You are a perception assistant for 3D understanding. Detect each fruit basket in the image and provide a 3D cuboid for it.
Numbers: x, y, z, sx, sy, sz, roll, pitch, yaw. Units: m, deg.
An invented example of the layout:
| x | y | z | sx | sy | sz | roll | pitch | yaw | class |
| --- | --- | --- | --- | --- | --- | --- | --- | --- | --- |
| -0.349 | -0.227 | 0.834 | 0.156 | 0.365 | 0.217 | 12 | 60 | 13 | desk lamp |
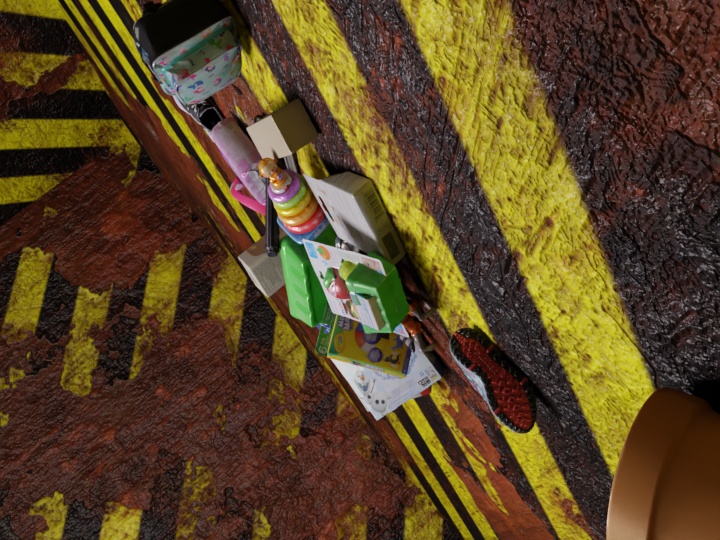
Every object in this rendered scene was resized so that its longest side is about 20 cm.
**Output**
| x | y | z | sx | sy | sz | roll | pitch | yaw | class |
| --- | --- | --- | --- | --- | --- | --- | --- | --- | --- |
| -0.100 | -0.007 | 1.541 | 0.215 | 0.151 | 0.222 | 163 | 90 | -73 | fruit basket |
| -0.013 | 0.037 | 1.267 | 0.196 | 0.094 | 0.188 | 11 | 136 | 36 | fruit basket |

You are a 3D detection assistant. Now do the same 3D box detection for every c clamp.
| x | y | z | sx | sy | sz | roll | pitch | yaw | class |
| --- | --- | --- | --- | --- | --- | --- | --- | --- | --- |
| -0.190 | -0.265 | 1.497 | 0.172 | 0.027 | 0.201 | 49 | 166 | 14 | c clamp |

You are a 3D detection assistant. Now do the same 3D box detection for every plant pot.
| x | y | z | sx | sy | sz | roll | pitch | yaw | class |
| --- | --- | --- | --- | --- | --- | --- | --- | --- | --- |
| 0.349 | 0.232 | 0.685 | 0.138 | 0.201 | 0.203 | 10 | 140 | 43 | plant pot |

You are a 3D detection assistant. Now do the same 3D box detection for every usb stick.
| x | y | z | sx | sy | sz | roll | pitch | yaw | class |
| --- | --- | --- | --- | --- | --- | --- | --- | --- | --- |
| -0.188 | -0.134 | 1.490 | 0.056 | 0.032 | 0.207 | 113 | 157 | -76 | usb stick |

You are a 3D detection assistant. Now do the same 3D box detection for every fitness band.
| x | y | z | sx | sy | sz | roll | pitch | yaw | class |
| --- | --- | --- | --- | --- | --- | --- | --- | --- | --- |
| -0.253 | -0.182 | 1.729 | 0.141 | 0.038 | 0.200 | 25 | -168 | -19 | fitness band |

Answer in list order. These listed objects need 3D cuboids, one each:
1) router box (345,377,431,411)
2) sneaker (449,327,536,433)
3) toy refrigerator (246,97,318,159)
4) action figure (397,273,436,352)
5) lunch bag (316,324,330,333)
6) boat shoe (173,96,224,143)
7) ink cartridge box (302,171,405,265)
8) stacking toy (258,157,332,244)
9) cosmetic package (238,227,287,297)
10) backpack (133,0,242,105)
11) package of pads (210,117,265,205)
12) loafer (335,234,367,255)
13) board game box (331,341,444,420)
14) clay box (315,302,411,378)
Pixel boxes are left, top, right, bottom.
| x | y | z | sx | sy | sz | roll | pitch | yaw | class |
| --- | --- | --- | --- | --- | --- | --- | --- | --- | --- |
| 0.051 | 0.226 | 1.639 | 0.202 | 0.176 | 0.049 | 58 | -155 | -27 | router box |
| 0.230 | 0.187 | 1.186 | 0.202 | 0.078 | 0.096 | 56 | 178 | 22 | sneaker |
| -0.145 | -0.258 | 1.289 | 0.077 | 0.069 | 0.199 | 60 | 163 | -14 | toy refrigerator |
| 0.058 | 0.062 | 1.354 | 0.191 | 0.105 | 0.202 | 31 | 160 | 31 | action figure |
| -0.066 | 0.071 | 1.698 | 0.200 | 0.135 | 0.134 | 45 | 165 | 31 | lunch bag |
| -0.395 | -0.399 | 1.737 | 0.202 | 0.071 | 0.068 | 52 | 168 | -10 | boat shoe |
| -0.012 | -0.107 | 1.272 | 0.199 | 0.057 | 0.165 | 39 | 161 | 56 | ink cartridge box |
| -0.139 | -0.154 | 1.349 | 0.109 | 0.116 | 0.200 | 41 | 174 | 35 | stacking toy |
| -0.177 | -0.046 | 1.636 | 0.071 | 0.199 | 0.107 | 34 | 158 | 49 | cosmetic package |
| -0.297 | -0.389 | 1.234 | 0.153 | 0.175 | 0.200 | 57 | 170 | -5 | backpack |
| -0.269 | -0.257 | 1.631 | 0.201 | 0.075 | 0.121 | 50 | 171 | 36 | package of pads |
| 0.000 | 0.000 | 1.454 | 0.062 | 0.072 | 0.203 | 16 | 145 | 31 | loafer |
| 0.053 | 0.199 | 1.544 | 0.201 | 0.198 | 0.043 | 52 | -155 | -3 | board game box |
| 0.012 | 0.139 | 1.441 | 0.194 | 0.118 | 0.048 | 15 | 161 | -2 | clay box |
